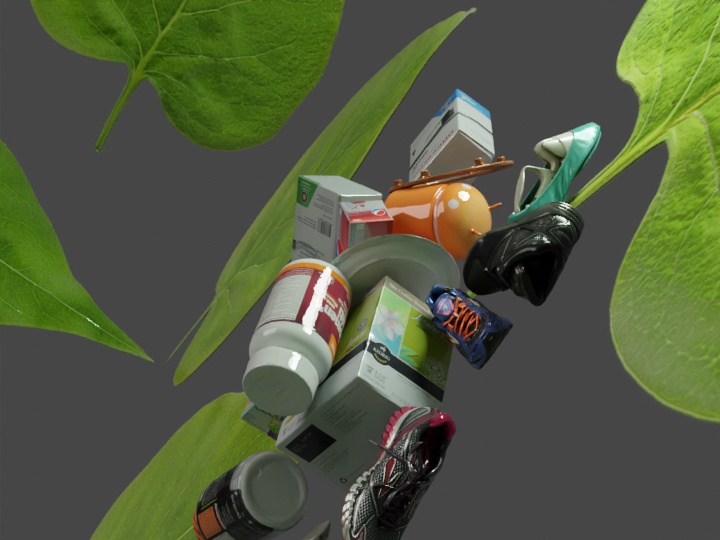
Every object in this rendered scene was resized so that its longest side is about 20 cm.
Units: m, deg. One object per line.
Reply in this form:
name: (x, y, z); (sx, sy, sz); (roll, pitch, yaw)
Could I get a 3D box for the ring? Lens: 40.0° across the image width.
ring: (0.139, -0.150, 1.535); (0.199, 0.019, 0.200); (-12, 1, 0)

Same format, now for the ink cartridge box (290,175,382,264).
ink cartridge box: (-0.043, -0.040, 1.587); (0.146, 0.082, 0.202); (30, 118, 55)

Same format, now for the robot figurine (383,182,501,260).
robot figurine: (0.110, -0.071, 1.467); (0.199, 0.143, 0.118); (-2, 81, 39)

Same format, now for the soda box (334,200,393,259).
soda box: (0.000, 0.000, 1.448); (0.064, 0.069, 0.201); (-118, 27, -55)

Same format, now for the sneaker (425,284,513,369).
sneaker: (0.127, 0.066, 1.247); (0.076, 0.078, 0.200); (-56, 14, 0)

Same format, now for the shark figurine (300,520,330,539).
shark figurine: (-0.107, 0.415, 1.240); (0.128, 0.089, 0.215); (-49, 14, 31)

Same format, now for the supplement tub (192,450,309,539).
supplement tub: (-0.173, 0.359, 1.505); (0.200, 0.122, 0.123); (-39, 21, 48)

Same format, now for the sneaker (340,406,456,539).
sneaker: (0.043, 0.245, 1.134); (0.074, 0.080, 0.201); (-9, 52, 55)

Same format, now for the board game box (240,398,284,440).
board game box: (-0.118, 0.188, 1.738); (0.103, 0.105, 0.201); (-45, 17, 39)

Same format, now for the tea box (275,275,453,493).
tea box: (0.010, 0.153, 1.331); (0.200, 0.133, 0.197); (-43, 19, 39)

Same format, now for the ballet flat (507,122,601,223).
ballet flat: (0.249, -0.129, 1.290); (0.201, 0.070, 0.067); (-61, 15, -18)

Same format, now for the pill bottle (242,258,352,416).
pill bottle: (-0.082, 0.085, 1.288); (0.110, 0.109, 0.201); (-45, 18, 38)

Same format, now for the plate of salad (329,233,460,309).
plate of salad: (0.041, 0.020, 1.391); (0.200, 0.199, 0.048); (-47, 32, 31)

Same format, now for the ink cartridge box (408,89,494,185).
ink cartridge box: (0.159, -0.212, 1.748); (0.145, 0.084, 0.200); (-50, 16, 26)

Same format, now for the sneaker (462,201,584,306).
sneaker: (0.182, -0.001, 1.216); (0.199, 0.076, 0.115); (-30, 22, 49)
